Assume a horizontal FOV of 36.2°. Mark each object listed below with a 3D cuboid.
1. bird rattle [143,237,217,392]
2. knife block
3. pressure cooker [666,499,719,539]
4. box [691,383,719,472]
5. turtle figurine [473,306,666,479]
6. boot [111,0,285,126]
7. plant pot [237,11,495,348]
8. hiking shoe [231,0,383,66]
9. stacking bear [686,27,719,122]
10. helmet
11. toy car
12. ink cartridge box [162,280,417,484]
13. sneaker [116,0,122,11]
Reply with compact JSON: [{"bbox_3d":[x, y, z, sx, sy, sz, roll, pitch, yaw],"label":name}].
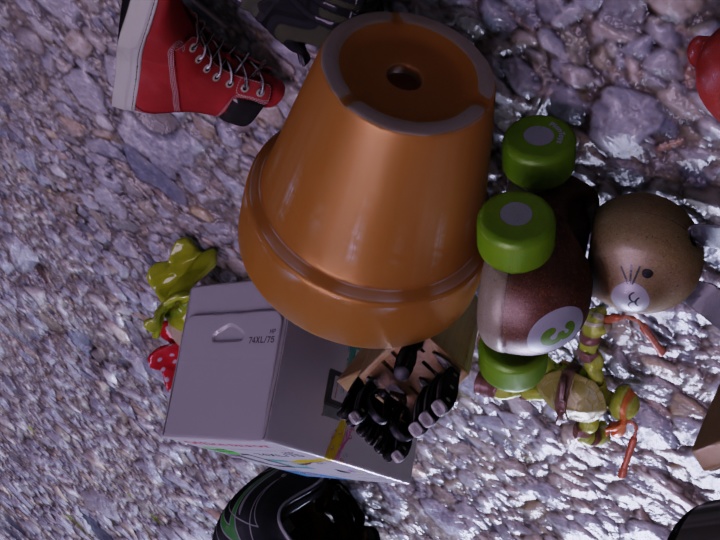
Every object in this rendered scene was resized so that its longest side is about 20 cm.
[{"bbox_3d":[-0.163,0.074,1.202,0.160,0.114,0.202,9,139,10],"label":"bird rattle"},{"bbox_3d":[0.056,0.065,0.896,0.064,0.201,0.175,42,157,-7],"label":"knife block"},{"bbox_3d":[0.365,0.261,0.889,0.199,0.175,0.180,-27,94,49],"label":"pressure cooker"},{"bbox_3d":[0.314,0.047,0.687,0.199,0.163,0.021,-32,95,38],"label":"box"},{"bbox_3d":[0.180,0.108,0.974,0.159,0.065,0.202,16,138,26],"label":"turtle figurine"},{"bbox_3d":[-0.123,-0.184,0.886,0.142,0.074,0.200,9,158,-10],"label":"boot"},{"bbox_3d":[0.017,-0.078,0.809,0.198,0.201,0.184,30,140,11],"label":"plant pot"},{"bbox_3d":[-0.005,-0.211,0.807,0.101,0.076,0.199,44,151,-27],"label":"hiking shoe"},{"bbox_3d":[0.277,-0.069,0.677,0.201,0.113,0.121,56,156,-10],"label":"stacking bear"},{"bbox_3d":[-0.087,0.339,1.327,0.198,0.191,0.202,23,141,20],"label":"helmet"},{"bbox_3d":[0.191,0.001,0.800,0.197,0.159,0.166,10,140,15],"label":"toy car"},{"bbox_3d":[-0.057,0.107,1.036,0.145,0.148,0.199,-6,158,43],"label":"ink cartridge box"},{"bbox_3d":[-0.189,-0.279,0.864,0.077,0.085,0.202,23,141,18],"label":"sneaker"}]
